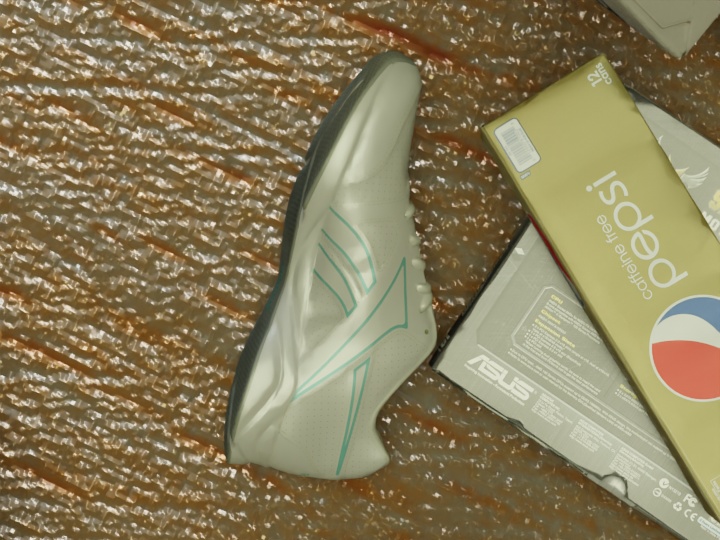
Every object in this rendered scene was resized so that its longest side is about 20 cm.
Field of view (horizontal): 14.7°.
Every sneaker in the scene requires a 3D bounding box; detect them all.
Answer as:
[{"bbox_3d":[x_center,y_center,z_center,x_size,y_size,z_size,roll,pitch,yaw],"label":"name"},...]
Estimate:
[{"bbox_3d":[0.000,0.000,1.265,0.080,0.070,0.201,16,97,-7],"label":"sneaker"}]

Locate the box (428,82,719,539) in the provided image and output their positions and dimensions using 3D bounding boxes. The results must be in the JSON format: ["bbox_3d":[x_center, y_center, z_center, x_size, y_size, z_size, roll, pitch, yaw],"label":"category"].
[{"bbox_3d":[0.155,0.034,1.262,0.200,0.048,0.159,33,90,2],"label":"box"}]

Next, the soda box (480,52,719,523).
[{"bbox_3d":[0.129,0.009,1.205,0.064,0.068,0.200,-31,88,1],"label":"soda box"}]

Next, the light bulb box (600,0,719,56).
[{"bbox_3d":[0.108,-0.233,1.170,0.198,0.125,0.200,-50,49,2],"label":"light bulb box"}]
